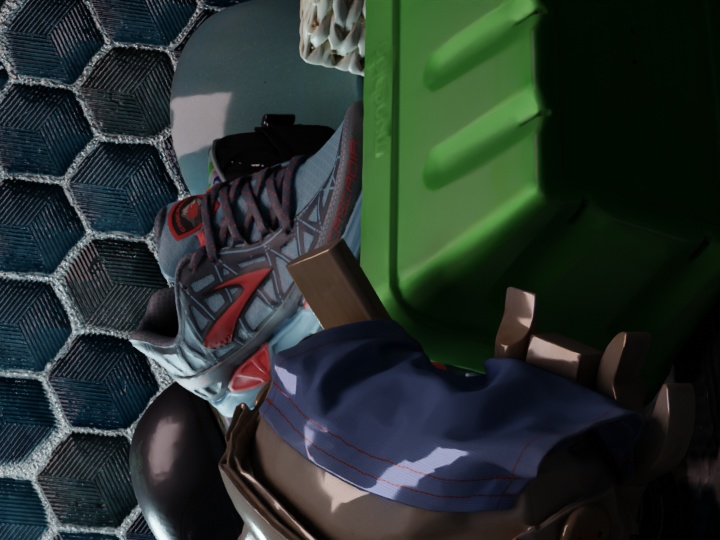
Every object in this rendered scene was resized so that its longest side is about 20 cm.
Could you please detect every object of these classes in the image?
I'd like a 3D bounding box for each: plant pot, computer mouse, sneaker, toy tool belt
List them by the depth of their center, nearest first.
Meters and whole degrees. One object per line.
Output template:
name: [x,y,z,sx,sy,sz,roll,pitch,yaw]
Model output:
toy tool belt: [0.044,0.063,0.525,0.200,0.125,0.123,14,108,44]
sneaker: [-0.049,-0.007,0.762,0.200,0.095,0.079,-56,9,38]
computer mouse: [-0.092,0.150,0.945,0.139,0.053,0.200,-123,16,-50]
plant pot: [-0.017,-0.111,1.185,0.135,0.200,0.200,-13,67,45]

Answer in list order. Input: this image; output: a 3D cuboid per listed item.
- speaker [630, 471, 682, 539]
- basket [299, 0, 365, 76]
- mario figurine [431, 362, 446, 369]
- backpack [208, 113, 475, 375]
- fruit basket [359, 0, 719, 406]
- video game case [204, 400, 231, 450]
speaker: [0.067,0.127,0.707,0.200,0.081,0.081,113,161,-64]
basket: [0.034,-0.225,1.034,0.136,0.123,0.200,-91,10,-46]
mario figurine: [0.028,0.061,0.778,0.106,0.123,0.200,57,-173,16]
backpack: [0.000,0.000,0.928,0.200,0.177,0.151,-132,45,-70]
fruit basket: [0.064,-0.039,0.682,0.216,0.155,0.216,-45,37,49]
video game case: [-0.052,0.123,0.892,0.143,0.018,0.200,79,165,-45]
